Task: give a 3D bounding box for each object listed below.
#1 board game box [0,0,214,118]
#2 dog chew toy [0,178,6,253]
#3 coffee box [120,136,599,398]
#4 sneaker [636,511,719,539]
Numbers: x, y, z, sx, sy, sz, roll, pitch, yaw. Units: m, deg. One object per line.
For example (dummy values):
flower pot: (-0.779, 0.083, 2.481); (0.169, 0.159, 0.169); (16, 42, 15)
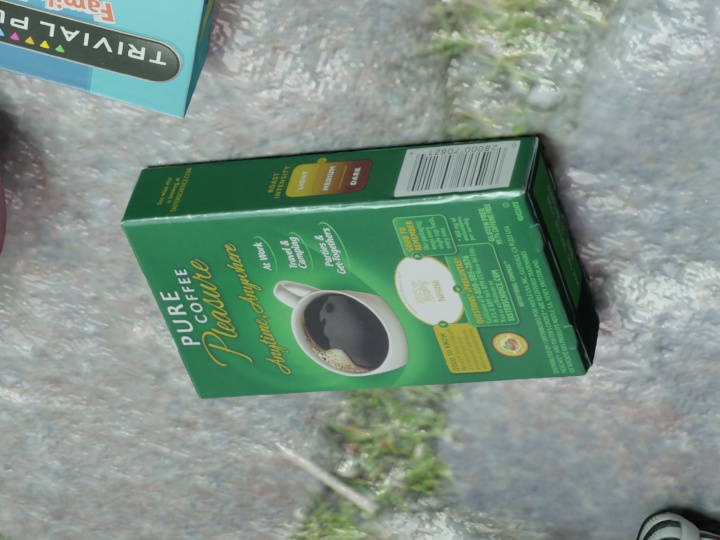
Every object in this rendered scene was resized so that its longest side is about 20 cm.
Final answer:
board game box: (-0.127, -0.165, 1.132); (0.150, 0.047, 0.201); (15, 137, 1)
dog chew toy: (-0.240, -0.002, 1.288); (0.124, 0.125, 0.200); (23, 144, -8)
coffee box: (0.000, 0.000, 1.270); (0.199, 0.044, 0.123); (-5, 133, 20)
sneaker: (0.186, 0.212, 1.419); (0.115, 0.076, 0.201); (10, 137, 1)
